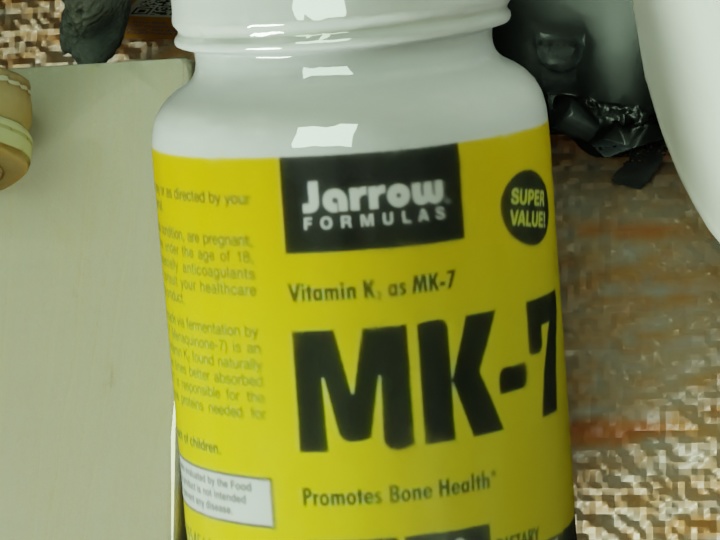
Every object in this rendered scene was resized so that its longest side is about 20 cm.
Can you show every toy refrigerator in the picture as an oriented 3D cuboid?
[{"bbox_3d":[-0.076,0.043,0.859,0.070,0.076,0.201,-3,77,14],"label":"toy refrigerator"}]

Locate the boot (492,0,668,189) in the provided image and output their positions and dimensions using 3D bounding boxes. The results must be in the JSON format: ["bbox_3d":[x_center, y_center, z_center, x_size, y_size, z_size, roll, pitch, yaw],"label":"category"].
[{"bbox_3d":[0.061,-0.125,0.864,0.161,0.073,0.200,3,85,17],"label":"boot"}]

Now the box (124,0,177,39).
[{"bbox_3d":[-0.037,-0.160,0.843,0.041,0.200,0.120,1,74,-27],"label":"box"}]

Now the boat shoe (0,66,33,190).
[{"bbox_3d":[-0.163,-0.064,0.866,0.199,0.074,0.067,7,80,49],"label":"boat shoe"}]

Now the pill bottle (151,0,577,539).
[{"bbox_3d":[0.000,0.000,0.796,0.114,0.114,0.201,-3,100,14],"label":"pill bottle"}]

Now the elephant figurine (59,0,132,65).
[{"bbox_3d":[-0.152,-0.157,0.803,0.199,0.141,0.156,-1,71,-24],"label":"elephant figurine"}]

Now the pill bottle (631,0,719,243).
[{"bbox_3d":[0.184,-0.080,0.768,0.199,0.113,0.113,-18,73,-10],"label":"pill bottle"}]
